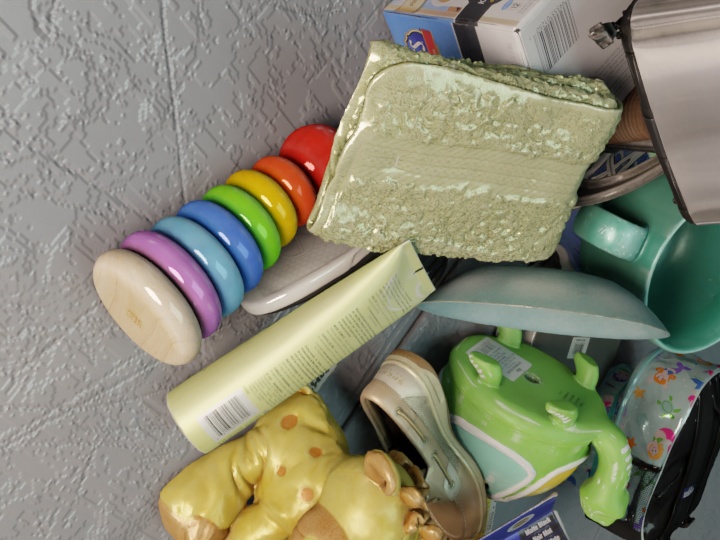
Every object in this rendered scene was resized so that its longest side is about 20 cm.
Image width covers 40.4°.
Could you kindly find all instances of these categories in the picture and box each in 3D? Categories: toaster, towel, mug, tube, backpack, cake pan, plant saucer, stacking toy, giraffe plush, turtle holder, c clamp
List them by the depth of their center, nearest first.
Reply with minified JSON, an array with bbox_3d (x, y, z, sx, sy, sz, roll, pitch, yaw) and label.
[{"bbox_3d":[-0.076,-0.032,0.644,0.200,0.085,0.086,-45,134,-29],"label":"stacking toy"},{"bbox_3d":[0.071,-0.070,0.655,0.199,0.037,0.149,4,123,-26],"label":"towel"},{"bbox_3d":[0.272,-0.143,0.678,0.200,0.118,0.181,-50,124,-34],"label":"toaster"},{"bbox_3d":[-0.039,0.052,0.680,0.200,0.058,0.052,-34,99,1],"label":"tube"},{"bbox_3d":[-0.023,0.176,0.721,0.172,0.162,0.201,33,83,-47],"label":"giraffe plush"},{"bbox_3d":[0.146,0.024,0.784,0.201,0.200,0.039,14,81,-48],"label":"plant saucer"},{"bbox_3d":[0.224,-0.102,0.850,0.170,0.200,0.027,-24,105,-4],"label":"c clamp"},{"bbox_3d":[0.263,-0.030,0.853,0.152,0.114,0.185,-39,127,-6],"label":"mug"},{"bbox_3d":[0.153,0.140,0.884,0.185,0.141,0.132,19,115,-7],"label":"turtle holder"},{"bbox_3d":[0.210,0.070,1.008,0.200,0.037,0.201,-21,122,-39],"label":"cake pan"},{"bbox_3d":[0.325,0.180,1.088,0.177,0.150,0.201,-13,125,-51],"label":"backpack"}]

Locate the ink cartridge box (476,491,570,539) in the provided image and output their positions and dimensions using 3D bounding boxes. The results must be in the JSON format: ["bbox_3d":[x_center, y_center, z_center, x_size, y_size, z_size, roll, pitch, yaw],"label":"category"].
[{"bbox_3d":[0.088,0.281,0.857,0.199,0.041,0.200,-28,156,-11],"label":"ink cartridge box"}]

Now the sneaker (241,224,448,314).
[{"bbox_3d":[0.000,0.000,0.737,0.200,0.071,0.099,-36,132,-28],"label":"sneaker"}]

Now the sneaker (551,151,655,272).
[{"bbox_3d":[0.249,-0.074,0.941,0.076,0.077,0.200,41,71,-23],"label":"sneaker"}]

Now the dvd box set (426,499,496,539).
[{"bbox_3d":[0.056,0.249,0.934,0.199,0.029,0.147,-9,114,-43],"label":"dvd box set"}]

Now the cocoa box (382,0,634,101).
[{"bbox_3d":[0.141,-0.197,0.748,0.200,0.131,0.134,-47,134,-20],"label":"cocoa box"}]

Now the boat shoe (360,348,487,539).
[{"bbox_3d":[0.051,0.162,0.829,0.065,0.072,0.201,-42,126,-34],"label":"boat shoe"}]

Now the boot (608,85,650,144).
[{"bbox_3d":[0.237,-0.165,0.843,0.200,0.154,0.074,-25,112,-32],"label":"boot"}]
